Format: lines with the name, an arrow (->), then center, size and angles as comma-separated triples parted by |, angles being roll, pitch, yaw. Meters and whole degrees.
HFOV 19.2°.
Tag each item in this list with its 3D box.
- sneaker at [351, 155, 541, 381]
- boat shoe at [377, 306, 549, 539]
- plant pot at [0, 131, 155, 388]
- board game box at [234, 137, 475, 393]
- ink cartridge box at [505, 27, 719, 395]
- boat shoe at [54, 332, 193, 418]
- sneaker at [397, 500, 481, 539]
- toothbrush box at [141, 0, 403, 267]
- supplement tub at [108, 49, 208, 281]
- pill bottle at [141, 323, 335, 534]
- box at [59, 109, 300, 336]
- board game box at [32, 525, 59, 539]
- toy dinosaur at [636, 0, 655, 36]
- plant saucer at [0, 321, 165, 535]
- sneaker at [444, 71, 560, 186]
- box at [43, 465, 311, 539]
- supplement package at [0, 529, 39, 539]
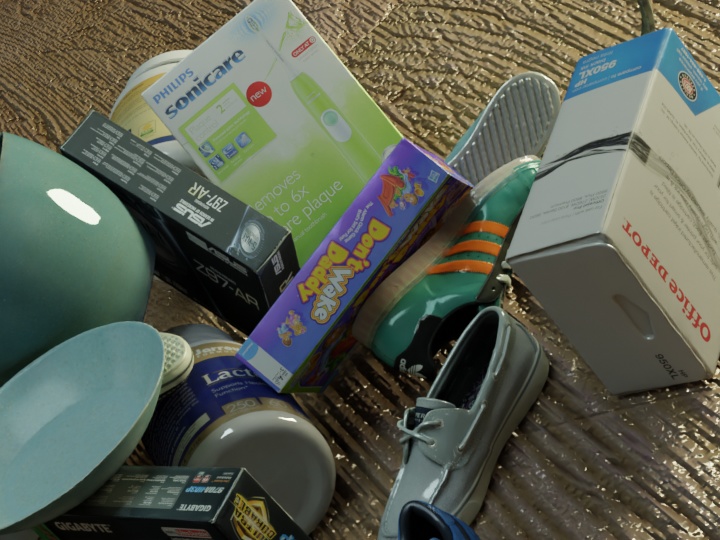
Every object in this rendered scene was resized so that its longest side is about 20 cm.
sneaker -> 0.088, 0.002, 1.578 | 0.080, 0.071, 0.200 | 38, 73, 21
boat shoe -> 0.058, 0.110, 1.461 | 0.070, 0.072, 0.201 | -1, 48, 48
plant pot -> -0.233, 0.008, 1.631 | 0.200, 0.134, 0.201 | -166, 90, -76
board game box -> 0.000, 0.000, 1.579 | 0.200, 0.045, 0.134 | -52, -12, 6
ink cartridge box -> 0.191, -0.039, 1.436 | 0.084, 0.145, 0.200 | -16, 38, 39
boat shoe -> -0.197, 0.108, 1.572 | 0.200, 0.062, 0.075 | -31, 34, 21
sneaker -> 0.055, 0.221, 1.316 | 0.066, 0.079, 0.200 | -31, 33, 12
toothbrush box -> -0.059, -0.108, 1.745 | 0.145, 0.200, 0.086 | -39, -7, 0
supplement tub -> -0.156, -0.097, 1.904 | 0.144, 0.144, 0.200 | -31, 32, 16
pill bottle -> -0.102, 0.120, 1.585 | 0.116, 0.116, 0.200 | -41, 30, -1
box -> -0.135, -0.027, 1.690 | 0.200, 0.160, 0.044 | 32, 71, 19
board game box -> -0.211, 0.200, 1.624 | 0.200, 0.096, 0.030 | 8, 53, 52
toy dinosaur -> 0.203, -0.125, 1.568 | 0.047, 0.201, 0.088 | 0, 8, 6
plant saucer -> -0.207, 0.119, 1.469 | 0.201, 0.039, 0.201 | -28, 28, 16
sneaker -> 0.092, -0.064, 1.679 | 0.200, 0.074, 0.082 | -50, -6, 0
box -> -0.106, 0.198, 1.444 | 0.200, 0.159, 0.046 | -4, 45, 46
supplement package -> -0.306, 0.102, 1.810 | 0.200, 0.147, 0.191 | -50, 31, -14
